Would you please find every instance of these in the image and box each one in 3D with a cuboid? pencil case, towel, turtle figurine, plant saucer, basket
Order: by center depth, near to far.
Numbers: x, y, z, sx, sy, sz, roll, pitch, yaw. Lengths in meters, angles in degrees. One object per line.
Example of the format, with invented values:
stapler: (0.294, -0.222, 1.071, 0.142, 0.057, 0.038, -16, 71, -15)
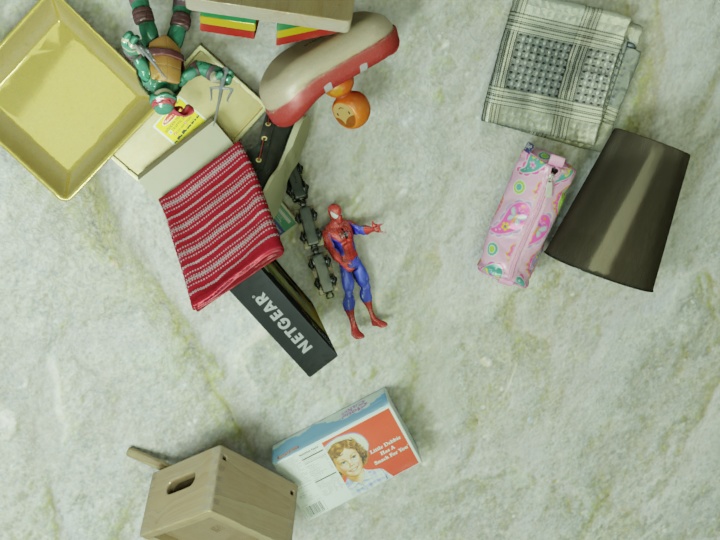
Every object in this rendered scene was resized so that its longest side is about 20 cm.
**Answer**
turtle figurine: (-0.248, -0.274, 1.254, 0.149, 0.101, 0.201, 7, 69, -44)
towel: (-0.182, -0.059, 1.255, 0.144, 0.200, 0.022, -33, 144, 13)
plant saucer: (-0.395, -0.229, 1.307, 0.200, 0.048, 0.200, -44, 102, 8)
towel: (0.286, -0.277, 1.380, 0.199, 0.035, 0.193, 12, 105, -10)
basket: (0.375, -0.090, 1.399, 0.180, 0.136, 0.200, 15, 101, -25)
pencil case: (0.238, -0.077, 1.410, 0.087, 0.087, 0.200, 19, 105, -12)

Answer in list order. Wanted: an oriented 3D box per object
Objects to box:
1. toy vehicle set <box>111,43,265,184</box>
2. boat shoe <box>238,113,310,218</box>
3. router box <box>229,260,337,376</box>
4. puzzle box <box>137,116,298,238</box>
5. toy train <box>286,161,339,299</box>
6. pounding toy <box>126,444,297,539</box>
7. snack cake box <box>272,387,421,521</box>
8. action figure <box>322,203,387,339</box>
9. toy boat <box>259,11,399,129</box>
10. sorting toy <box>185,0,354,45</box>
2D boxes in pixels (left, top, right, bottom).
toy vehicle set: (-0.238, -0.195, 1.350, 0.124, 0.027, 0.200, 42, 98, -16)
boat shoe: (-0.128, -0.131, 1.317, 0.063, 0.074, 0.202, 15, 63, 7)
router box: (-0.123, 0.031, 1.343, 0.052, 0.157, 0.200, -37, 121, 4)
puzzle box: (-0.194, -0.097, 1.365, 0.133, 0.025, 0.200, -37, 119, 3)
toy train: (-0.072, -0.056, 1.378, 0.034, 0.046, 0.201, -17, 87, -5)
pounding toy: (-0.227, 0.333, 1.444, 0.200, 0.142, 0.184, -26, 132, 34)
snack cake box: (-0.022, 0.279, 1.499, 0.200, 0.067, 0.115, -27, 106, 2)
action figure: (0.000, 0.000, 1.400, 0.065, 0.099, 0.200, -26, 108, -25)
toy boat: (-0.031, -0.246, 1.298, 0.200, 0.131, 0.131, -31, 114, -6)
sorting toy: (-0.103, -0.365, 1.242, 0.198, 0.200, 0.070, 8, 142, -2)
